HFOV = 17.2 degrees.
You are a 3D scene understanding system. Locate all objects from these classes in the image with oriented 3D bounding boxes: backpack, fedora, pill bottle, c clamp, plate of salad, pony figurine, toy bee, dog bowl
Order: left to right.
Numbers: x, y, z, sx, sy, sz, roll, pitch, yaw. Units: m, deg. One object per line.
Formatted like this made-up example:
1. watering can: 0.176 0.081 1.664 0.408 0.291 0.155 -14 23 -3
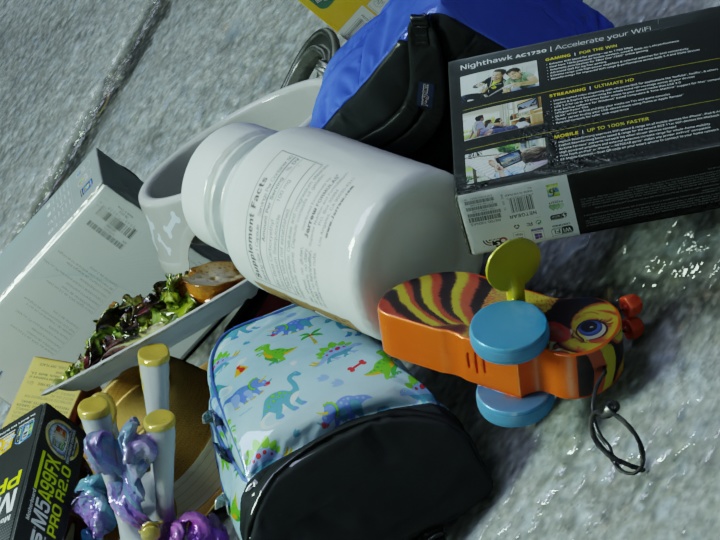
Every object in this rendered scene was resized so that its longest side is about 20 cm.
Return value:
1. pony figurine: -0.138 0.176 1.587 0.166 0.200 0.193 -9 24 -4
2. plate of salad: -0.148 0.032 1.717 0.200 0.048 0.200 -30 3 2
3. fedora: -0.152 0.122 1.775 0.201 0.082 0.201 -40 28 26
4. dog bowl: -0.079 -0.076 1.790 0.200 0.059 0.200 -28 17 9
5. c clamp: -0.057 -0.106 1.948 0.200 0.027 0.171 -66 16 0
6. backpack: -0.025 0.104 1.529 0.163 0.154 0.200 -24 10 -4
7. pill bottle: -0.024 -0.032 1.549 0.200 0.114 0.114 22 76 46
8. backpack: 0.066 -0.124 1.646 0.200 0.162 0.168 -48 18 39
9. toy bee: 0.114 0.049 1.426 0.109 0.200 0.131 -37 -23 -33

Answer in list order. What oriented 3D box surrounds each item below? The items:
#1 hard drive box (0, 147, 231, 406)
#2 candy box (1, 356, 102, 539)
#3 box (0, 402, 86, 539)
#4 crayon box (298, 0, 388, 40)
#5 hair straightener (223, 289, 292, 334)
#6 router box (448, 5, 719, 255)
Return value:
1. hard drive box: -0.216 0.028 1.920 0.200 0.156 0.077 -46 26 12
2. candy box: -0.247 0.182 1.817 0.056 0.117 0.200 9 57 19
3. box: -0.285 0.200 1.673 0.200 0.044 0.160 -31 33 32
4. crayon box: -0.027 -0.280 1.940 0.119 0.200 0.058 -47 27 11
5. hair straightener: -0.051 -0.015 1.799 0.077 0.041 0.200 -15 42 49
6. router box: 0.156 -0.089 1.457 0.200 0.051 0.149 -10 38 8
